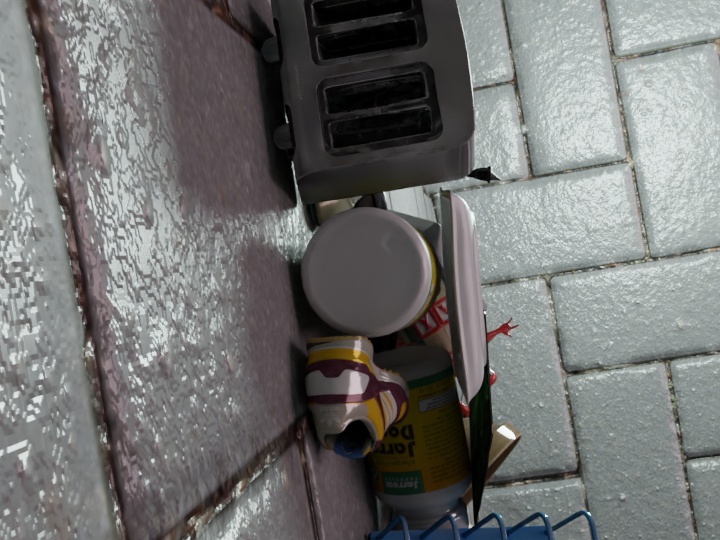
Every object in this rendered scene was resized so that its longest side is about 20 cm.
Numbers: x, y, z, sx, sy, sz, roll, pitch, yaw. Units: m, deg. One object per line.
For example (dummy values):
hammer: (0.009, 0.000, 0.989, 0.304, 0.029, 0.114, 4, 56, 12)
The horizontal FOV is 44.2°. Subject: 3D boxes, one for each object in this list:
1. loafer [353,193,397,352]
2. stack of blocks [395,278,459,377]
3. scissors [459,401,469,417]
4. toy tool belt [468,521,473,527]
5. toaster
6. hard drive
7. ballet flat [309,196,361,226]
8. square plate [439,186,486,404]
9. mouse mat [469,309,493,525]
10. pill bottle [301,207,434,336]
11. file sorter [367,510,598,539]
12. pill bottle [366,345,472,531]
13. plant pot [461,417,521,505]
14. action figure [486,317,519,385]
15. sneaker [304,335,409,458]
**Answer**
loafer: (0.000, 0.000, 1.019, 0.072, 0.063, 0.200, -163, -114, -66)
stack of blocks: (0.077, 0.079, 1.113, 0.115, 0.059, 0.200, 59, -13, 3)
scissors: (0.118, 0.194, 1.219, 0.014, 0.073, 0.200, -56, 164, -14)
toy tool belt: (0.133, 0.411, 1.118, 0.123, 0.125, 0.200, 41, -28, 29)
toaster: (0.018, -0.165, 0.810, 0.119, 0.200, 0.181, 55, 27, -81)
hard drive: (0.069, -0.017, 1.105, 0.132, 0.027, 0.200, 57, -14, -23)
ballet flat: (-0.017, -0.116, 0.963, 0.200, 0.069, 0.070, -88, 165, -53)
square plate: (0.103, 0.015, 0.904, 0.198, 0.028, 0.200, -73, 158, -84)
mouse mat: (0.127, 0.160, 0.951, 0.200, 0.008, 0.161, 90, 3, -49)
pill bottle: (0.018, 0.004, 0.849, 0.200, 0.113, 0.113, 10, 71, -80)
file sorter: (0.123, 0.306, 0.846, 0.123, 0.200, 0.139, 115, -26, -59)
pill bottle: (0.061, 0.192, 0.974, 0.113, 0.113, 0.200, -43, 123, -80)
plant pot: (0.106, 0.253, 1.125, 0.093, 0.201, 0.201, 41, -3, 17)
action figure: (0.136, 0.070, 1.203, 0.200, 0.099, 0.065, 53, -15, 33)
sneaker: (-0.005, 0.127, 0.787, 0.200, 0.075, 0.090, 51, 38, -60)
